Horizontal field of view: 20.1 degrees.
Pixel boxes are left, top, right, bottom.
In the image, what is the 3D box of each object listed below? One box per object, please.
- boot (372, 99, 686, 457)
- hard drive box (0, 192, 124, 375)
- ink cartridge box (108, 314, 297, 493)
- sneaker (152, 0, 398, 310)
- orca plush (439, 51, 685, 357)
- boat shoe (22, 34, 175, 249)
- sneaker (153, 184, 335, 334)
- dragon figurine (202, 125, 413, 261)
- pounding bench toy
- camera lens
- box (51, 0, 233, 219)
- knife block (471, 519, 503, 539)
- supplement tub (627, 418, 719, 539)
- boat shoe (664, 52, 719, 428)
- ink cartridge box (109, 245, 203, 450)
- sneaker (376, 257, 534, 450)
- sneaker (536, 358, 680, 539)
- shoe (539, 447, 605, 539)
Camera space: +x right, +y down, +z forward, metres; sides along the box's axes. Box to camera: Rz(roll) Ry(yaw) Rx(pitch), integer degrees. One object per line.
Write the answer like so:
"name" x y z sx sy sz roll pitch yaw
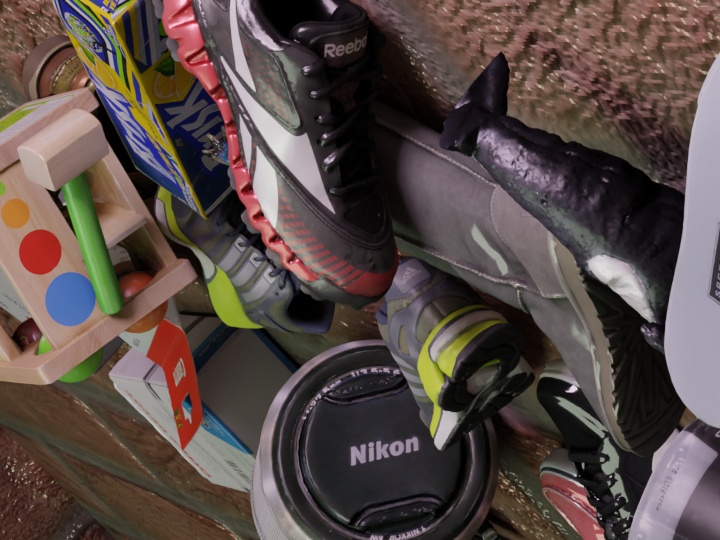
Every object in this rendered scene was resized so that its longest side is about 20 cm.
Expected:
"boot" 0.068 -0.002 1.049 0.199 0.073 0.182 15 137 42
"hard drive box" -0.293 -0.017 1.801 0.156 0.077 0.200 32 162 29
"ink cartridge box" -0.110 0.115 1.714 0.147 0.086 0.200 47 163 -18
"sneaker" -0.025 -0.077 0.995 0.098 0.071 0.201 -20 97 44
"orca plush" 0.135 -0.029 0.890 0.200 0.071 0.105 44 -152 4
"boat shoe" -0.165 -0.071 1.387 0.068 0.072 0.200 29 160 38
"sneaker" -0.070 -0.024 1.328 0.081 0.074 0.200 14 155 28
"dragon figurine" -0.025 -0.058 1.130 0.200 0.059 0.099 47 163 -16
"pounding bench toy" -0.185 -0.014 1.258 0.156 0.124 0.200 60 156 -14
"camera lens" 0.005 0.144 1.403 0.160 0.160 0.200 39 164 6
"box" -0.111 -0.117 1.151 0.064 0.070 0.200 35 162 27
"knife block" 0.038 0.201 1.646 0.200 0.064 0.176 39 163 8
"supplement tub" 0.238 0.154 0.978 0.200 0.123 0.123 27 159 40
"boat shoe" 0.170 -0.024 0.769 0.074 0.068 0.200 41 143 39
"ink cartridge box" -0.172 0.035 1.549 0.160 0.047 0.201 129 127 -73
"sneaker" 0.052 0.045 1.193 0.081 0.074 0.200 52 170 17
"sneaker" 0.156 0.153 1.175 0.200 0.112 0.073 44 162 -10
"shoe" 0.178 0.206 1.295 0.200 0.091 0.072 38 163 9
